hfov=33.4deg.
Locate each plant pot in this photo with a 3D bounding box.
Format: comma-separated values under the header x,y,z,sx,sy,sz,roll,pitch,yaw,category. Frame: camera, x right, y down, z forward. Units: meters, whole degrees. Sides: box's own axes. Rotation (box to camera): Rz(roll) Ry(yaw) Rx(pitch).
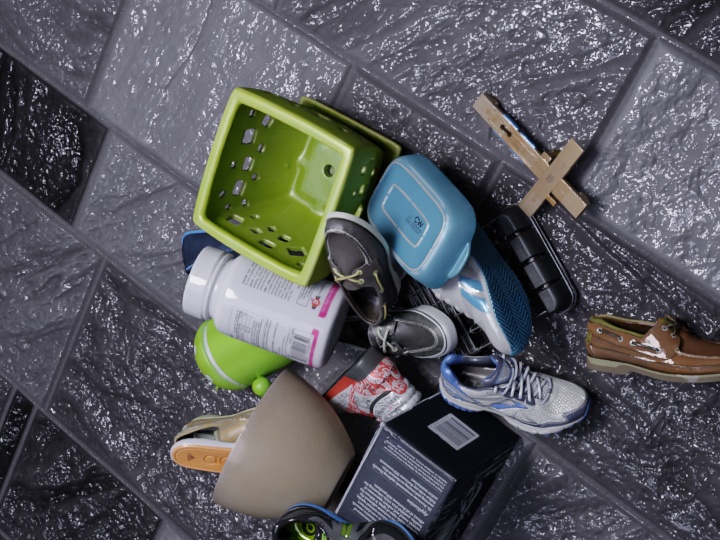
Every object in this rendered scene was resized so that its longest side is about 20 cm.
x,y,z,sx,sy,sz,roll,pitch,yaw,category
-0.086,0.250,1.579,0.134,0.200,0.201,29,113,7,plant pot
-0.071,-0.118,1.575,0.199,0.181,0.200,30,113,23,plant pot

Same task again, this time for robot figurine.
x,y,z,sx,sy,sz,roll,pitch,yaw,category
-0.153,0.096,1.699,0.200,0.116,0.176,-31,77,30,robot figurine

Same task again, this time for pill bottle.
x,y,z,sx,sy,sz,roll,pitch,yaw,category
-0.123,0.044,1.569,0.200,0.113,0.114,20,109,7,pill bottle

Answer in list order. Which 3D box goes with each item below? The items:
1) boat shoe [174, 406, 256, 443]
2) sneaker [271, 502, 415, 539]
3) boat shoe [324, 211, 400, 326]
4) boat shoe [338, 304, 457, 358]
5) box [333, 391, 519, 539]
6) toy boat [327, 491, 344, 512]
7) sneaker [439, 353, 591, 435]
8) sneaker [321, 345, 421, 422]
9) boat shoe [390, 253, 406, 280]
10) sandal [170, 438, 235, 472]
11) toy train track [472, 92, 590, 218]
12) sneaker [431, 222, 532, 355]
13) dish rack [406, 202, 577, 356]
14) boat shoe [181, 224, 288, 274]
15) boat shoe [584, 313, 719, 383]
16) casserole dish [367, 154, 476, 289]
x,y,z,sx,sy,sz,roll,pitch,yaw,category
-0.187,0.247,1.771,0.200,0.076,0.072,-13,92,31,boat shoe
-0.020,0.334,1.450,0.199,0.083,0.071,8,103,29,sneaker
0.000,0.000,1.480,0.072,0.201,0.061,9,63,25,boat shoe
0.042,0.086,1.582,0.200,0.064,0.071,2,110,48,boat shoe
0.078,0.281,1.548,0.124,0.200,0.197,37,115,20,box
-0.031,0.389,1.659,0.200,0.131,0.131,35,86,21,toy boat
0.188,0.149,1.505,0.200,0.085,0.077,7,58,21,sneaker
0.012,0.180,1.617,0.108,0.067,0.201,44,150,2,sneaker
0.057,-0.043,1.580,0.070,0.066,0.200,40,121,15,boat shoe
-0.173,0.289,1.729,0.206,0.059,0.079,4,134,-3,sandal
0.216,-0.146,1.491,0.200,0.033,0.115,50,126,20,toy train track
0.140,0.021,1.483,0.081,0.076,0.200,-42,69,38,sneaker
0.159,0.023,1.541,0.200,0.055,0.154,-33,80,33,dish rack
-0.174,-0.025,1.718,0.200,0.084,0.069,-7,76,45,boat shoe
0.360,0.089,1.423,0.200,0.072,0.068,2,101,30,boat shoe
0.067,-0.065,1.473,0.121,0.039,0.200,-61,41,23,casserole dish
